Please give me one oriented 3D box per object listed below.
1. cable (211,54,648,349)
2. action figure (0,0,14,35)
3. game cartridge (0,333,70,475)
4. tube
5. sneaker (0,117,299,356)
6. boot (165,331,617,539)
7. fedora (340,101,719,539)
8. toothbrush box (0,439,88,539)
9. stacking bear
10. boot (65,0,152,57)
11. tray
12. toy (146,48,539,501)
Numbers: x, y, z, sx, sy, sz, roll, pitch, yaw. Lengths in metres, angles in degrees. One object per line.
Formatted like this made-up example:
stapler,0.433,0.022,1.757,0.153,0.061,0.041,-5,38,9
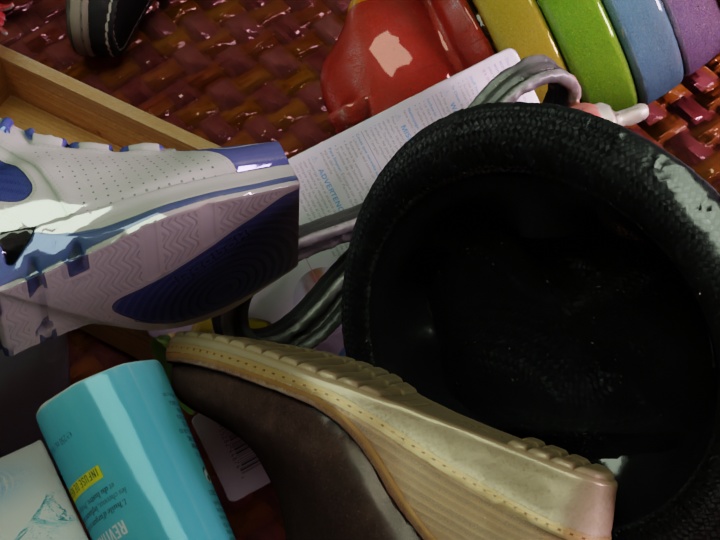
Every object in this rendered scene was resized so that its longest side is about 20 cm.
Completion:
cable,0.034,-0.023,0.915,0.200,0.097,0.050,-19,28,-26
action figure,-0.171,-0.175,1.097,0.099,0.065,0.200,16,88,28
game cartridge,-0.201,0.080,0.889,0.200,0.133,0.042,-28,53,-24
tube,-0.056,0.131,0.822,0.050,0.077,0.200,-19,75,-26
sneaker,-0.127,-0.030,0.847,0.199,0.081,0.115,-17,60,-17
boot,-0.011,0.121,0.834,0.200,0.072,0.166,21,96,29
fedora,0.090,0.023,0.857,0.201,0.201,0.092,37,31,31
toothbrush box,-0.141,0.183,0.834,0.146,0.085,0.200,-23,51,-11
stacking bear,0.075,-0.112,1.020,0.200,0.121,0.114,-25,93,3
boot,-0.046,-0.178,1.105,0.151,0.073,0.200,20,73,8
tray,-0.117,-0.025,1.025,0.200,0.037,0.099,26,60,25
toy,0.000,0.000,0.960,0.200,0.115,0.047,-28,9,-23
